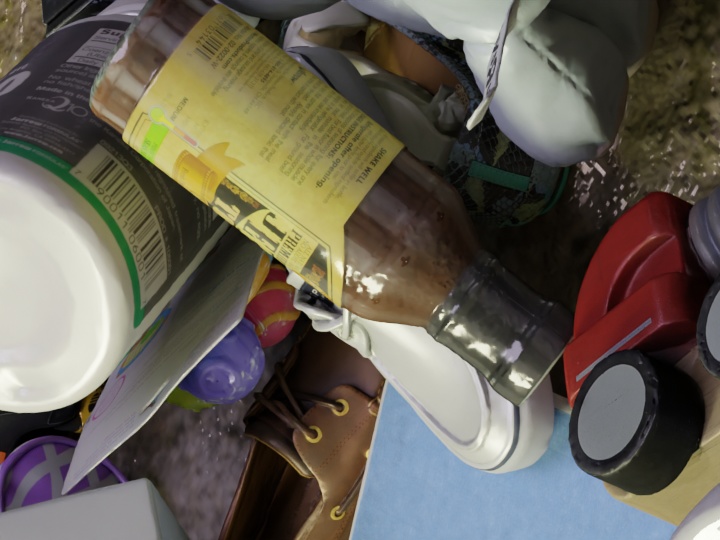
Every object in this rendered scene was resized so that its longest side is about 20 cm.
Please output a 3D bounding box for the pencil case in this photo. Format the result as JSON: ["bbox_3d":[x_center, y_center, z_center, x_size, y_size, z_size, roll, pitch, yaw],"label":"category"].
[{"bbox_3d":[-0.183,0.157,1.319,0.200,0.084,0.086,-47,10,45],"label":"pencil case"}]

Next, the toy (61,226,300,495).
[{"bbox_3d":[-0.059,0.021,1.153,0.115,0.047,0.200,-45,16,24],"label":"toy"}]

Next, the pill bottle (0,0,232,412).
[{"bbox_3d":[-0.110,-0.037,1.105,0.112,0.200,0.114,9,119,16],"label":"pill bottle"}]

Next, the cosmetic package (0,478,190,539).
[{"bbox_3d":[-0.114,0.156,1.153,0.200,0.101,0.072,75,-178,-70],"label":"cosmetic package"}]

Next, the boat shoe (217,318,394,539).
[{"bbox_3d":[-0.011,0.067,1.144,0.072,0.067,0.201,37,114,46],"label":"boat shoe"}]

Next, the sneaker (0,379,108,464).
[{"bbox_3d":[-0.139,0.031,1.315,0.090,0.070,0.201,50,125,22],"label":"sneaker"}]

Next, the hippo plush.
[{"bbox_3d":[0.014,-0.116,1.023,0.160,0.200,0.160,4,127,27],"label":"hippo plush"}]

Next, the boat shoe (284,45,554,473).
[{"bbox_3d":[0.000,0.000,1.061,0.200,0.065,0.074,54,135,23],"label":"boat shoe"}]

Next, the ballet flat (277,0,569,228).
[{"bbox_3d":[0.007,-0.080,1.137,0.200,0.074,0.075,32,111,47],"label":"ballet flat"}]

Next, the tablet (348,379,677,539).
[{"bbox_3d":[0.074,0.115,1.056,0.199,0.014,0.131,22,103,40],"label":"tablet"}]

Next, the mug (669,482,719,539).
[{"bbox_3d":[0.175,0.139,0.825,0.147,0.174,0.202,8,93,51],"label":"mug"}]

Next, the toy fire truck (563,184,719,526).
[{"bbox_3d":[0.138,-0.031,0.949,0.176,0.128,0.201,-41,39,36],"label":"toy fire truck"}]

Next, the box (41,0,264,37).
[{"bbox_3d":[-0.073,-0.219,1.217,0.163,0.086,0.202,-31,57,45],"label":"box"}]

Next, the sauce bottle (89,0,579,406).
[{"bbox_3d":[-0.008,-0.026,0.998,0.200,0.065,0.065,38,122,4],"label":"sauce bottle"}]
